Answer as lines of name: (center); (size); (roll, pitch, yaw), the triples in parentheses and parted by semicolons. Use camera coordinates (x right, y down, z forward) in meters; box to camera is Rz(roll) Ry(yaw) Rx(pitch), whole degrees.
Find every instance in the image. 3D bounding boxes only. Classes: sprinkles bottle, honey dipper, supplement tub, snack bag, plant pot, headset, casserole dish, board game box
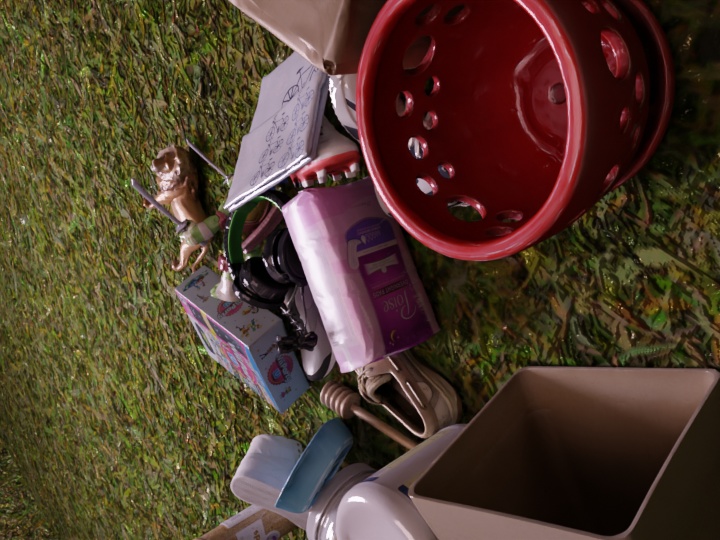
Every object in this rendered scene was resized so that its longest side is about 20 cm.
sprinkles bottle: (-0.154, 0.385, 1.028); (0.068, 0.199, 0.069); (22, 121, 42)
honey dipper: (0.028, 0.198, 0.876); (0.199, 0.038, 0.038); (24, 122, 39)
supplement tub: (0.042, 0.339, 0.830); (0.199, 0.143, 0.146); (27, 124, 39)
snack bag: (-0.087, -0.180, 0.774); (0.188, 0.021, 0.203); (-20, 52, 52)
plant pot: (0.124, -0.124, 0.523); (0.199, 0.181, 0.203); (20, 118, 42)
headset: (-0.104, 0.001, 0.792); (0.123, 0.093, 0.202); (-39, 71, 33)
plant pot: (0.195, 0.212, 0.578); (0.198, 0.199, 0.179); (-8, 110, 49)
supplement tub: (0.089, 0.246, 0.695); (0.144, 0.199, 0.147); (21, 120, 42)
casserole dish: (-0.053, 0.254, 0.891); (0.039, 0.200, 0.122); (30, 85, 9)
board game box: (-0.175, 0.099, 1.010); (0.199, 0.064, 0.149); (27, 147, 40)

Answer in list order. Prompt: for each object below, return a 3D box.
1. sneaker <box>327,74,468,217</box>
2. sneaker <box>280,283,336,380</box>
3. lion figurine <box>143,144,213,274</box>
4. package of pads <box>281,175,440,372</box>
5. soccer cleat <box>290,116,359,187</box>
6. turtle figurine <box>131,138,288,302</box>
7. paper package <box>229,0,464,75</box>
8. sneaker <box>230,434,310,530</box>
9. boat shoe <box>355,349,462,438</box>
sneaker: (0.057, -0.136, 0.654); (0.128, 0.080, 0.201); (4, 126, 38)
sneaker: (-0.074, 0.050, 0.893); (0.074, 0.079, 0.203); (20, 120, 51)
lion figurine: (-0.276, -0.093, 1.091); (0.122, 0.072, 0.202); (-19, 104, 37)
package of pads: (0.000, 0.000, 0.761); (0.075, 0.120, 0.202); (-23, 87, 49)
soccer cleat: (-0.050, -0.139, 0.765); (0.200, 0.068, 0.086); (-160, 58, -76)
turtle figurine: (-0.194, -0.070, 0.942); (0.144, 0.197, 0.196); (-107, 18, -57)
paper package: (-0.003, -0.262, 0.598); (0.190, 0.199, 0.104); (43, 132, 28)
sneaker: (-0.083, 0.311, 1.018); (0.198, 0.116, 0.074); (28, 119, -5)
boat shoe: (0.030, 0.125, 0.818); (0.199, 0.064, 0.073); (38, 130, 36)
